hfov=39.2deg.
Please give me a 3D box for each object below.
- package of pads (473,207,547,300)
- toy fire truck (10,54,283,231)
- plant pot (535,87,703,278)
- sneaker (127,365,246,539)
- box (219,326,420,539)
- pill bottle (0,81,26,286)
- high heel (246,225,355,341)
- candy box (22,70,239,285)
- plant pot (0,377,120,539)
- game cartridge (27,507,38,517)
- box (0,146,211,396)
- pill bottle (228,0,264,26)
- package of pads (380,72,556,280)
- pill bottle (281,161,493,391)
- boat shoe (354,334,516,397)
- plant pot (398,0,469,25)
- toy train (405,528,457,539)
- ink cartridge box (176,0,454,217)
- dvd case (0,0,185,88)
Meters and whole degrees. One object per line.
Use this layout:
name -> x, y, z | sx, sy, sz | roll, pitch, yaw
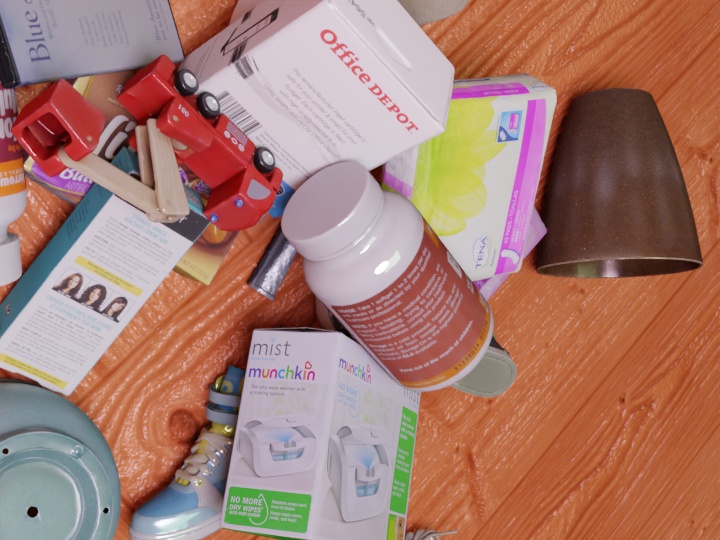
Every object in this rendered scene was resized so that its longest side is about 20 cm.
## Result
package of pads -> 0.106, -0.026, 1.092 | 0.200, 0.076, 0.121 | -46, 120, -20
toy fire truck -> -0.148, -0.085, 0.761 | 0.200, 0.049, 0.141 | 45, 38, -28
plant pot -> 0.294, -0.100, 1.166 | 0.186, 0.187, 0.201 | 5, 82, -37
sneaker -> -0.140, 0.165, 0.949 | 0.200, 0.079, 0.131 | -25, 116, -40
box -> -0.030, 0.164, 0.935 | 0.200, 0.096, 0.177 | 39, 56, -58
pill bottle -> -0.308, -0.089, 0.751 | 0.109, 0.109, 0.201 | -11, 106, -34
high heel -> 0.000, 0.000, 1.017 | 0.200, 0.071, 0.143 | 32, 86, -27
candy box -> -0.188, -0.087, 0.874 | 0.200, 0.056, 0.117 | 37, 77, -37
plant pot -> -0.271, 0.183, 0.790 | 0.200, 0.134, 0.201 | 5, 81, -34
game cartridge -> -0.304, 0.277, 0.882 | 0.176, 0.032, 0.201 | -6, 100, -35
box -> -0.218, 0.003, 0.828 | 0.082, 0.049, 0.200 | 33, 103, -36
pill bottle -> -0.021, -0.193, 0.941 | 0.200, 0.112, 0.113 | 26, 84, -37
package of pads -> 0.092, -0.080, 0.957 | 0.154, 0.068, 0.201 | -10, 122, -28
pill bottle -> 0.023, 0.006, 0.858 | 0.112, 0.112, 0.200 | -52, 128, -16
boat shoe -> 0.065, 0.066, 1.009 | 0.201, 0.061, 0.072 | 27, 111, -26
plant pot -> 0.039, -0.336, 0.924 | 0.200, 0.200, 0.184 | -45, 134, -20
toy train -> 0.023, 0.354, 1.111 | 0.199, 0.085, 0.116 | -1, 110, -36
ink cartridge box -> -0.043, -0.148, 0.834 | 0.146, 0.199, 0.085 | 43, 42, -30
dvd case -> -0.219, -0.222, 0.778 | 0.200, 0.017, 0.143 | -30, 108, -58
